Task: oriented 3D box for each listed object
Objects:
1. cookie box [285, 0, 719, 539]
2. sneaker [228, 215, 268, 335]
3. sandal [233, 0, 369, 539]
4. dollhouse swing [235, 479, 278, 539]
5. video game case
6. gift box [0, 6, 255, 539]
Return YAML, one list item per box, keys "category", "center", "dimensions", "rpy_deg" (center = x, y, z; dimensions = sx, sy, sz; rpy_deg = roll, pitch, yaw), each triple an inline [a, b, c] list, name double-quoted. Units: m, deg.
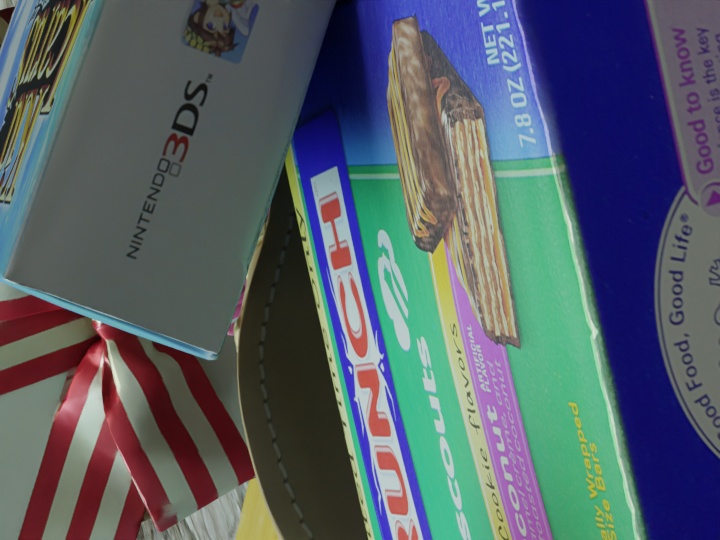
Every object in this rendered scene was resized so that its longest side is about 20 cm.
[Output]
- category: "cookie box"
  center: [0.049, 0.024, 0.495]
  dimensions: [0.200, 0.075, 0.172]
  rpy_deg: [-173, 69, -78]
- category: "sneaker"
  center: [-0.039, -0.079, 0.788]
  dimensions: [0.088, 0.081, 0.201]
  rpy_deg: [-127, 29, -61]
- category: "sandal"
  center: [0.006, -0.001, 0.676]
  dimensions: [0.070, 0.077, 0.213]
  rpy_deg: [82, 178, -60]
- category: "dollhouse swing"
  center: [0.010, 0.182, 1.101]
  dimensions: [0.181, 0.176, 0.200]
  rpy_deg: [29, 170, -6]
- category: "video game case"
  center: [-0.035, -0.080, 0.572]
  dimensions: [0.200, 0.045, 0.182]
  rpy_deg: [-172, 100, -78]
- category: "gift box"
  center: [-0.116, 0.008, 1.003]
  dimensions: [0.185, 0.199, 0.187]
  rpy_deg: [68, 169, -19]
